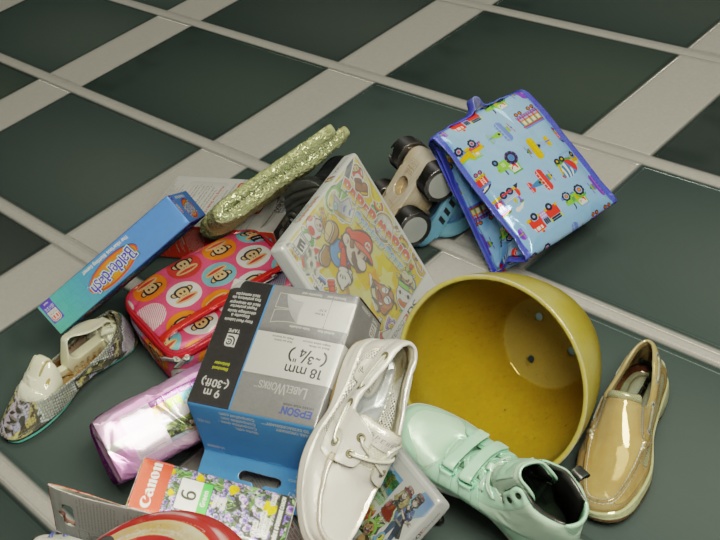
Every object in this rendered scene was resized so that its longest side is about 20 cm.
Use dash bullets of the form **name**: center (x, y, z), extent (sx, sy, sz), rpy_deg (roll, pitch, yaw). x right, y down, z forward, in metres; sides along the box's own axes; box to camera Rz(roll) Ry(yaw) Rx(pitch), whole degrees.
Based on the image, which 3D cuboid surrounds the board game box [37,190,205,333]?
- **board game box**: center (-0.283, -0.014, 1.255), extent (0.200, 0.045, 0.152), rpy_deg (-40, 6, 4)

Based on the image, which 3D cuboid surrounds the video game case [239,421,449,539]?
- **video game case**: center (-0.033, 0.218, 0.955), extent (0.182, 0.022, 0.200), rpy_deg (-48, 41, 3)

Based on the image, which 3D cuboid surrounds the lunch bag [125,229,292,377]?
- **lunch bag**: center (-0.162, 0.049, 1.235), extent (0.199, 0.082, 0.176), rpy_deg (-31, 45, -21)

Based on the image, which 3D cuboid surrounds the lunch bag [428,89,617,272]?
- **lunch bag**: center (0.183, -0.122, 1.246), extent (0.150, 0.201, 0.094), rpy_deg (-31, -1, -23)

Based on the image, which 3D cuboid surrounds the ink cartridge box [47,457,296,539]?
- **ink cartridge box**: center (-0.161, 0.210, 0.891), extent (0.199, 0.109, 0.051), rpy_deg (16, 54, -1)

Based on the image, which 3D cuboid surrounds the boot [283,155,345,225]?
- **boot**: center (-0.021, -0.032, 1.252), extent (0.076, 0.201, 0.168), rpy_deg (-13, 10, 19)

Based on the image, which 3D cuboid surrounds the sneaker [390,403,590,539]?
- **sneaker**: center (0.117, 0.167, 0.912), extent (0.200, 0.118, 0.074), rpy_deg (37, 62, 17)

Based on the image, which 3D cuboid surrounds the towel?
- **towel**: center (-0.108, -0.108, 1.280), extent (0.200, 0.037, 0.148), rpy_deg (-37, 4, -17)

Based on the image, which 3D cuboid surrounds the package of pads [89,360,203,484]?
- **package of pads**: center (-0.182, 0.144, 1.080), extent (0.199, 0.076, 0.120), rpy_deg (-28, -3, -21)

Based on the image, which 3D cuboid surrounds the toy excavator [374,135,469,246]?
- **toy excavator**: center (0.134, -0.108, 1.339), extent (0.195, 0.199, 0.100), rpy_deg (-58, 40, 13)

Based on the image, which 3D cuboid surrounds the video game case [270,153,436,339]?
- **video game case**: center (0.000, 0.000, 1.154), extent (0.023, 0.200, 0.182), rpy_deg (-13, 30, 39)

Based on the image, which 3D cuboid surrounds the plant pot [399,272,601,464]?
- **plant pot**: center (0.157, 0.088, 1.025), extent (0.199, 0.201, 0.142), rpy_deg (15, 20, 31)

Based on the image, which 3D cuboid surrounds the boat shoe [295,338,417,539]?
- **boat shoe**: center (0.002, 0.146, 0.898), extent (0.069, 0.071, 0.201), rpy_deg (-16, 50, 48)

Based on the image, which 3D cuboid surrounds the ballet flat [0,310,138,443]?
- **ballet flat**: center (-0.347, 0.113, 1.209), extent (0.072, 0.072, 0.200), rpy_deg (19, 48, 35)

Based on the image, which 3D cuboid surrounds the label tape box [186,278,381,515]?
- **label tape box**: center (-0.081, 0.116, 0.979), extent (0.143, 0.063, 0.201), rpy_deg (7, 65, 26)

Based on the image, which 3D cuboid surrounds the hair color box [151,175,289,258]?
- **hair color box**: center (-0.177, -0.068, 1.396), extent (0.199, 0.064, 0.111), rpy_deg (5, 42, 23)

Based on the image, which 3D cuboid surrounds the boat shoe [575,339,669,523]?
- **boat shoe**: center (0.249, 0.145, 0.992), extent (0.071, 0.076, 0.200), rpy_deg (6, 41, 22)

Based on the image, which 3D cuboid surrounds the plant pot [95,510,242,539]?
- **plant pot**: center (-0.141, 0.302, 0.798), extent (0.199, 0.183, 0.201), rpy_deg (-15, 41, 13)

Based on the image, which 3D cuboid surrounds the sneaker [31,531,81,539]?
- **sneaker**: center (-0.248, 0.265, 0.975), extent (0.115, 0.081, 0.199), rpy_deg (19, 49, 31)

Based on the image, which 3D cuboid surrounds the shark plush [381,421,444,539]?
- **shark plush**: center (0.046, 0.214, 0.969), extent (0.083, 0.091, 0.200), rpy_deg (18, 18, -28)
